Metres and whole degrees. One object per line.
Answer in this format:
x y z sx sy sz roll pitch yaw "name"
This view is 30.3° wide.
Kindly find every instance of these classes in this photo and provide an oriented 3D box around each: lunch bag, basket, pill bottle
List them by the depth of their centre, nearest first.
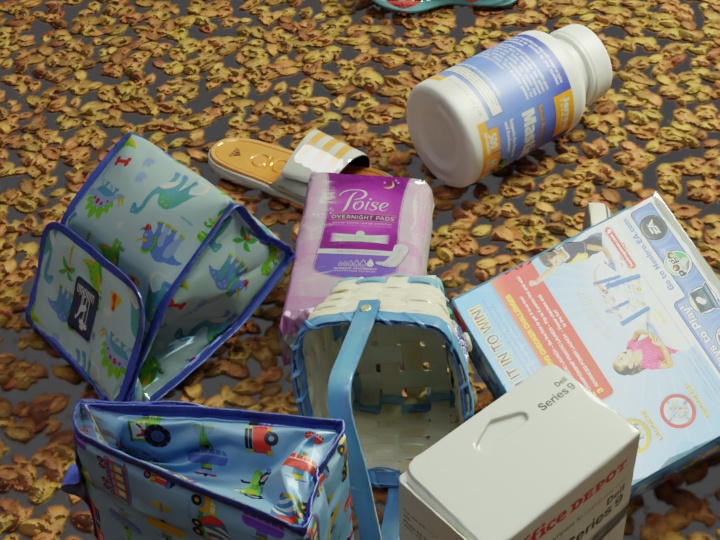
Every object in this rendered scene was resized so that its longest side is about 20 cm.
-0.112 0.166 0.902 0.198 0.151 0.094 10 44 13 "lunch bag"
0.016 0.101 1.010 0.138 0.177 0.200 0 34 16 "basket"
-0.190 0.005 1.158 0.170 0.127 0.201 34 87 39 "lunch bag"
0.153 -0.172 1.332 0.199 0.113 0.112 -28 48 -23 "pill bottle"

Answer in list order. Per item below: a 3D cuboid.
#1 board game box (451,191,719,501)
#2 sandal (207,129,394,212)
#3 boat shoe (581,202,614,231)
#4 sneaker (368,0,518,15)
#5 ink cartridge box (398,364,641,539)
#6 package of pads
0.202 0.069 1.048 0.195 0.056 0.201 -26 67 -9 "board game box"
-0.065 -0.107 1.317 0.205 0.059 0.079 16 47 20 "sandal"
0.244 0.025 1.155 0.092 0.075 0.201 1 52 0 "boat shoe"
0.093 -0.359 1.545 0.198 0.096 0.080 -4 43 -1 "sneaker"
0.103 0.184 0.895 0.146 0.201 0.084 -33 51 -27 "ink cartridge box"
0.000 0.000 1.189 0.119 0.076 0.201 4 44 5 "package of pads"
